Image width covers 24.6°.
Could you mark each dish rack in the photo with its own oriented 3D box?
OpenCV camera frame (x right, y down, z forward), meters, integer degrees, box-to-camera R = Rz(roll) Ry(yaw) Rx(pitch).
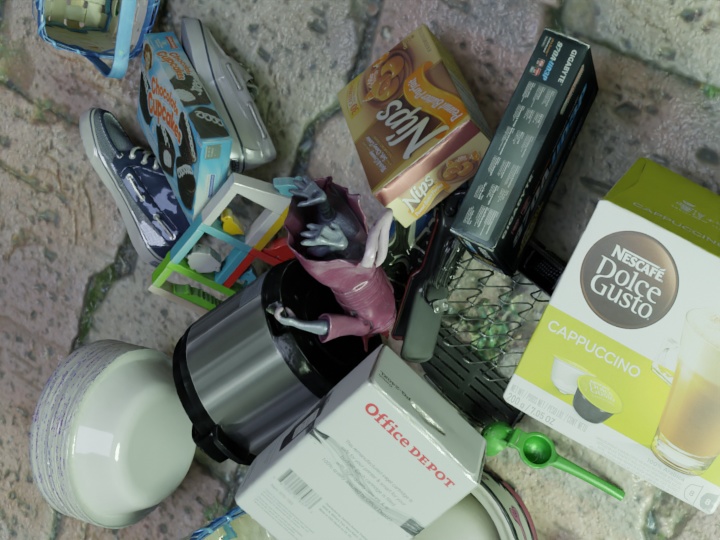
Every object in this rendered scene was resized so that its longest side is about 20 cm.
[{"bbox_3d":[0.131,0.054,1.612,0.153,0.054,0.200,41,115,26],"label":"dish rack"}]

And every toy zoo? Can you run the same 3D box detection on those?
[{"bbox_3d":[-0.118,-0.025,1.742,0.200,0.131,0.021,-47,31,28],"label":"toy zoo"}]

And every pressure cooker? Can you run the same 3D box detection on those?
[{"bbox_3d":[-0.095,0.101,1.699,0.200,0.176,0.179,-33,73,28],"label":"pressure cooker"}]

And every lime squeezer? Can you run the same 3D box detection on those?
[{"bbox_3d":[0.157,0.182,1.597,0.199,0.038,0.071,10,129,33],"label":"lime squeezer"}]

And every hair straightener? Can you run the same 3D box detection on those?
[{"bbox_3d":[0.080,0.008,1.557,0.077,0.041,0.201,-113,37,-51],"label":"hair straightener"}]

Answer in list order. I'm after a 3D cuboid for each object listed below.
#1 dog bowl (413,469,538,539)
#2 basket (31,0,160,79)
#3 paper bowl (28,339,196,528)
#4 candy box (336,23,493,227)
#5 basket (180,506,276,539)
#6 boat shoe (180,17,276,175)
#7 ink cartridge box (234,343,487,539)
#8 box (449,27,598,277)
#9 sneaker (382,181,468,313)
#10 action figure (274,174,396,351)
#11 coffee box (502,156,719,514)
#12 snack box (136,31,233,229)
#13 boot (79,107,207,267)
[{"bbox_3d":[0.091,0.282,1.645,0.199,0.074,0.201,3,96,34],"label":"dog bowl"},{"bbox_3d":[-0.282,-0.315,1.806,0.200,0.139,0.177,-139,60,-61],"label":"basket"},{"bbox_3d":[-0.256,0.182,1.802,0.104,0.200,0.202,10,99,33],"label":"paper bowl"},{"bbox_3d":[0.052,-0.141,1.571,0.115,0.055,0.200,-38,34,14],"label":"candy box"},{"bbox_3d":[-0.117,0.321,1.731,0.200,0.176,0.140,-20,95,49],"label":"basket"},{"bbox_3d":[-0.143,-0.190,1.780,0.074,0.065,0.201,109,144,-62],"label":"boat shoe"},{"bbox_3d":[0.002,0.190,1.571,0.145,0.083,0.200,43,116,-8],"label":"ink cartridge box"},{"bbox_3d":[0.151,-0.102,1.487,0.046,0.159,0.201,24,87,14],"label":"box"},{"bbox_3d":[0.062,-0.031,1.647,0.078,0.089,0.200,35,132,6],"label":"sneaker"},{"bbox_3d":[0.000,0.000,1.561,0.148,0.134,0.200,3,139,31],"label":"action figure"},{"bbox_3d":[0.267,0.046,1.400,0.199,0.200,0.198,29,111,11],"label":"coffee box"},{"bbox_3d":[-0.191,-0.153,1.767,0.200,0.037,0.117,-121,32,-42],"label":"snack box"},{"bbox_3d":[-0.237,-0.111,1.855,0.090,0.073,0.201,-31,83,24],"label":"boot"}]
